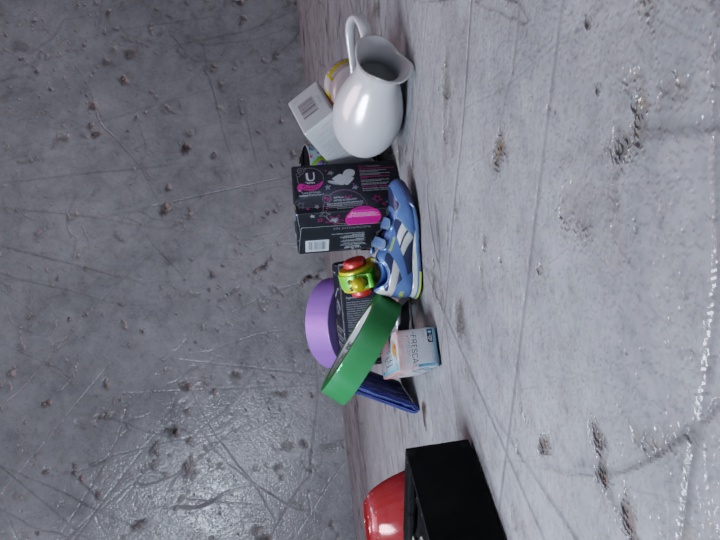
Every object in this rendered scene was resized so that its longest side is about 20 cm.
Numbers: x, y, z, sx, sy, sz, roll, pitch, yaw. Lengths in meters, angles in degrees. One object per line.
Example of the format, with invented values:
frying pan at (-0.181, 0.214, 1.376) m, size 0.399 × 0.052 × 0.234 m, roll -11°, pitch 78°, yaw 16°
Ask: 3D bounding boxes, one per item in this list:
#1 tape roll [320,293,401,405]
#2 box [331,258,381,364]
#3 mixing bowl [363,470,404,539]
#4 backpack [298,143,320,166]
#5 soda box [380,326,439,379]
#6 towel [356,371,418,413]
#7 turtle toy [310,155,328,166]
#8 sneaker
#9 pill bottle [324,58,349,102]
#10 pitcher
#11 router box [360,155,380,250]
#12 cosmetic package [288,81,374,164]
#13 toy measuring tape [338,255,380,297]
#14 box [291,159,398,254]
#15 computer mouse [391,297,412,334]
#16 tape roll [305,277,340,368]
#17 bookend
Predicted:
tape roll at (0.001, 0.134, 1.209) m, size 0.202 × 0.048 × 0.200 m, roll -58°, pitch 2°, yaw 3°
box at (0.005, 0.080, 1.422) m, size 0.148 × 0.102 × 0.205 m, roll -158°, pitch 63°, yaw -82°
mixing bowl at (0.064, 0.521, 1.444) m, size 0.200 × 0.106 × 0.205 m, roll 174°, pitch 90°, yaw -82°
backpack at (-0.114, -0.282, 2.096) m, size 0.178 × 0.148 × 0.204 m, roll 109°, pitch 147°, yaw -68°
soda box at (0.079, 0.142, 1.171) m, size 0.200 × 0.067 × 0.065 m, roll 114°, pitch 150°, yaw -77°
towel at (0.033, 0.223, 1.375) m, size 0.200 × 0.142 × 0.024 m, roll -138°, pitch 70°, yaw -80°
turtle toy at (-0.062, -0.186, 1.518) m, size 0.201 × 0.099 × 0.148 m, roll -101°, pitch 9°, yaw -56°
sneaker at (0.055, -0.050, 1.162) m, size 0.074 × 0.080 × 0.205 m, roll -139°, pitch 45°, yaw -83°
pill bottle at (-0.013, -0.360, 1.390) m, size 0.201 × 0.102 × 0.106 m, roll -112°, pitch 17°, yaw -66°
pitcher at (0.008, -0.303, 1.161) m, size 0.201 × 0.119 × 0.174 m, roll 108°, pitch 142°, yaw -58°
router box at (0.019, -0.146, 1.502) m, size 0.149 × 0.050 × 0.205 m, roll -164°, pitch 68°, yaw -85°
cosmetic package at (-0.045, -0.248, 1.324) m, size 0.200 × 0.071 × 0.102 m, roll 45°, pitch -166°, yaw -51°
toy measuring tape at (0.000, 0.000, 1.263) m, size 0.200 × 0.072 × 0.075 m, roll -66°, pitch -27°, yaw -71°
box at (-0.028, -0.118, 1.308) m, size 0.133 × 0.196 × 0.117 m, roll 96°, pitch 168°, yaw -58°
computer mouse at (0.067, 0.057, 1.301) m, size 0.110 × 0.043 × 0.205 m, roll -177°, pitch 82°, yaw -82°
tape roll at (-0.039, 0.116, 1.559) m, size 0.199 × 0.065 × 0.205 m, roll 9°, pitch -101°, yaw -55°
bookend at (0.120, 0.370, 0.916) m, size 0.200 × 0.090 × 0.203 m, roll -105°, pitch 11°, yaw -52°
